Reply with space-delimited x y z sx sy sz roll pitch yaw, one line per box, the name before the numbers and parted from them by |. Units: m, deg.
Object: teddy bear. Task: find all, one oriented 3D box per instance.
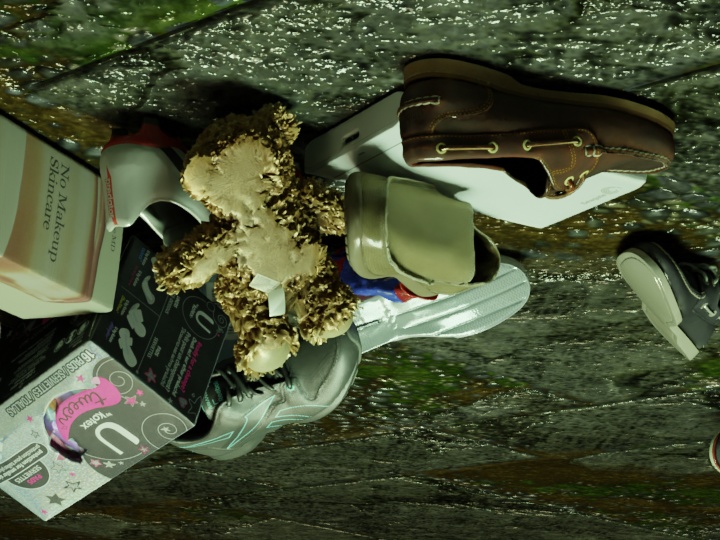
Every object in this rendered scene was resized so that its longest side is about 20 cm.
teddy bear | -0.068 -0.019 1.187 0.145 0.067 0.200 -38 124 1

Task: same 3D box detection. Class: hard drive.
hard drive | 0.079 -0.073 1.212 0.199 0.027 0.132 11 162 -28

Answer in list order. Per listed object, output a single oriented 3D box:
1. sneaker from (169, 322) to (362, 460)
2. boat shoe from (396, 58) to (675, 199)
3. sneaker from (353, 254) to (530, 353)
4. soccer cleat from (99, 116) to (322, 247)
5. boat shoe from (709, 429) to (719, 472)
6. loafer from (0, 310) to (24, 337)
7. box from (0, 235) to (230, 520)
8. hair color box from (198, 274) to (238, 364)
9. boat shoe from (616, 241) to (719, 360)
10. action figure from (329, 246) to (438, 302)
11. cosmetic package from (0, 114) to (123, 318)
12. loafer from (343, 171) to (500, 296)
sneaker | -0.081 0.099 1.426 0.200 0.076 0.079 -38 151 30
boat shoe | 0.113 -0.079 1.113 0.199 0.071 0.070 8 162 -22
sneaker | 0.045 0.020 1.483 0.199 0.073 0.071 -12 -157 8
soccer cleat | -0.100 -0.043 1.236 0.200 0.086 0.068 18 158 -41
boat shoe | 0.497 0.208 2.020 0.199 0.071 0.063 3 180 -25
loafer | -0.273 0.017 1.487 0.073 0.071 0.200 7 160 -14
box | -0.218 0.092 1.406 0.115 0.132 0.200 40 127 -21
hair color box | -0.186 0.050 1.530 0.200 0.099 0.061 -13 169 42
boat shoe | 0.266 0.012 1.459 0.063 0.073 0.200 -42 151 -1
action figure | 0.000 0.000 1.397 0.052 0.066 0.200 23 165 -24
cosmetic package | -0.258 -0.040 1.246 0.087 0.104 0.200 -3 164 23
loafer | 0.044 -0.027 1.214 0.067 0.076 0.200 -5 171 21
